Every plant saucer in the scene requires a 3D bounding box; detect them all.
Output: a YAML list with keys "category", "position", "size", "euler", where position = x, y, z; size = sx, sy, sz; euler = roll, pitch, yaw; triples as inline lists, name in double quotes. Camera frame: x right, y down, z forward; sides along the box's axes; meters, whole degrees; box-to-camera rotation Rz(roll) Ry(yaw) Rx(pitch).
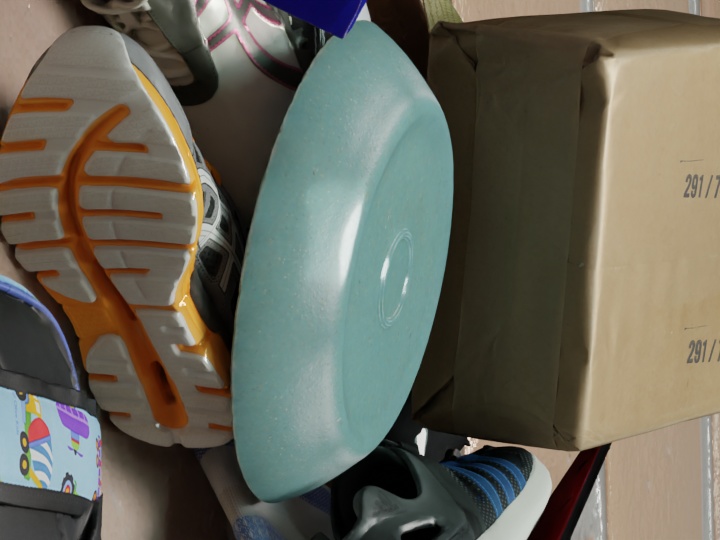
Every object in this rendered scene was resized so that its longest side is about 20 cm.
- category: "plant saucer"
  position: [0.000, 0.000, 1.030]
  size: [0.200, 0.036, 0.201]
  euler: [12, 90, -75]

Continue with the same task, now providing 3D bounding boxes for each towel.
- category: "towel"
  position: [0.005, 0.156, 1.059]
  size: [0.147, 0.024, 0.200]
  euler: [39, 15, -51]

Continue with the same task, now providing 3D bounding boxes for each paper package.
- category: "paper package"
  position: [0.122, -0.023, 1.180]
  size: [0.200, 0.103, 0.191]
  euler: [-11, 109, -50]

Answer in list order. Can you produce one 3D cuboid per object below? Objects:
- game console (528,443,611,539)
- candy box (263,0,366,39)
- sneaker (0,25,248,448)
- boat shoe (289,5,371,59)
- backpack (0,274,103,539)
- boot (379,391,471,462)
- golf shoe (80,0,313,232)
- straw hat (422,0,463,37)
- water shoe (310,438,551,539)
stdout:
- category: "game console"
  position: [0.098, 0.193, 1.212]
  size: [0.173, 0.118, 0.200]
  euler: [62, 21, -8]
- category: "candy box"
  position: [-0.042, -0.202, 0.926]
  size: [0.077, 0.169, 0.200]
  euler: [-60, -173, 44]
- category: "sneaker"
  position: [-0.082, -0.020, 0.952]
  size: [0.200, 0.078, 0.077]
  euler: [81, 21, -47]
- category: "boat shoe"
  position: [-0.038, -0.141, 1.085]
  size: [0.057, 0.068, 0.201]
  euler: [14, 70, -60]
- category: "backpack"
  position: [-0.154, 0.079, 0.675]
  size: [0.200, 0.134, 0.183]
  euler: [9, 80, -68]
- category: "boot"
  position: [0.012, 0.074, 1.204]
  size: [0.165, 0.065, 0.201]
  euler: [-8, 101, -67]
- category: "golf shoe"
  position: [-0.076, -0.103, 0.993]
  size: [0.088, 0.077, 0.201]
  euler: [-29, 111, -49]
- category: "straw hat"
  position: [0.090, -0.072, 1.287]
  size: [0.201, 0.085, 0.202]
  euler: [-12, 90, -85]
- category: "water shoe"
  position: [0.031, 0.099, 1.096]
  size: [0.079, 0.071, 0.200]
  euler: [45, 13, -1]
